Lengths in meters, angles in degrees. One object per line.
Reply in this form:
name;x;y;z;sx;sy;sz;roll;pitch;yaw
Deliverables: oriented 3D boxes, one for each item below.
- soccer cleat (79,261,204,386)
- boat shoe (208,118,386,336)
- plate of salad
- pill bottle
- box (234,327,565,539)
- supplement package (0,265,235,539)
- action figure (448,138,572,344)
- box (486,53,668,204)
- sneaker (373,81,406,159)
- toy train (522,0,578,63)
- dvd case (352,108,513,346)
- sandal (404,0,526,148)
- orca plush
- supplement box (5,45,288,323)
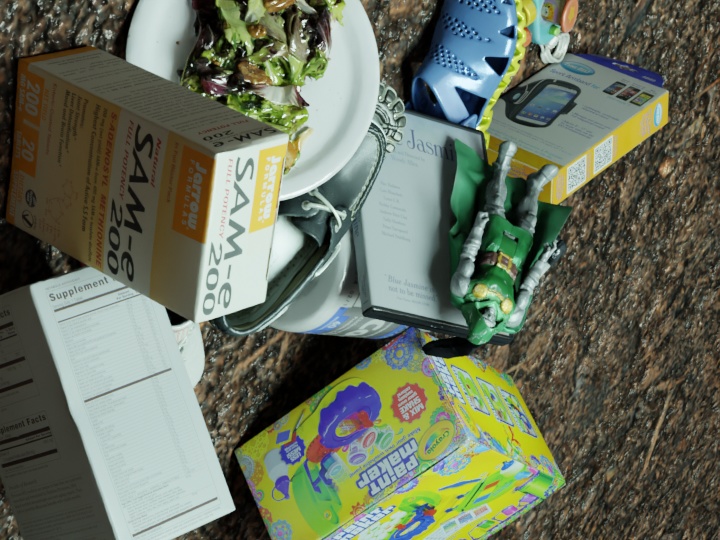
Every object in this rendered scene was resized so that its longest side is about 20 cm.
soccer cleat;-0.152;0.038;1.615;0.069;0.085;0.200;-47;142;-24
boat shoe;-0.044;-0.031;1.609;0.076;0.060;0.200;34;93;-22
plate of salad;-0.074;-0.150;1.554;0.200;0.048;0.200;1;87;-22
pill bottle;0.000;0.000;1.768;0.200;0.114;0.114;7;105;-54
box;0.036;0.172;1.843;0.200;0.122;0.193;-35;150;16
supplement package;-0.192;0.101;1.503;0.114;0.109;0.200;-19;90;-46
action figure;0.113;-0.016;1.694;0.055;0.118;0.200;-52;-164;46
box;0.189;-0.135;1.928;0.200;0.119;0.042;-33;135;-37
sneaker;-0.056;-0.080;1.673;0.200;0.090;0.078;-37;117;-5
toy train;0.204;-0.280;1.912;0.150;0.056;0.200;9;103;-54
dvd case;0.053;-0.041;1.714;0.143;0.018;0.200;13;57;-32
sandal;0.081;-0.165;1.807;0.087;0.079;0.200;-6;115;-47
orca plush;0.105;0.004;1.800;0.200;0.071;0.105;-46;180;-37
supplement box;-0.151;-0.062;1.452;0.074;0.200;0.126;-18;124;-47
